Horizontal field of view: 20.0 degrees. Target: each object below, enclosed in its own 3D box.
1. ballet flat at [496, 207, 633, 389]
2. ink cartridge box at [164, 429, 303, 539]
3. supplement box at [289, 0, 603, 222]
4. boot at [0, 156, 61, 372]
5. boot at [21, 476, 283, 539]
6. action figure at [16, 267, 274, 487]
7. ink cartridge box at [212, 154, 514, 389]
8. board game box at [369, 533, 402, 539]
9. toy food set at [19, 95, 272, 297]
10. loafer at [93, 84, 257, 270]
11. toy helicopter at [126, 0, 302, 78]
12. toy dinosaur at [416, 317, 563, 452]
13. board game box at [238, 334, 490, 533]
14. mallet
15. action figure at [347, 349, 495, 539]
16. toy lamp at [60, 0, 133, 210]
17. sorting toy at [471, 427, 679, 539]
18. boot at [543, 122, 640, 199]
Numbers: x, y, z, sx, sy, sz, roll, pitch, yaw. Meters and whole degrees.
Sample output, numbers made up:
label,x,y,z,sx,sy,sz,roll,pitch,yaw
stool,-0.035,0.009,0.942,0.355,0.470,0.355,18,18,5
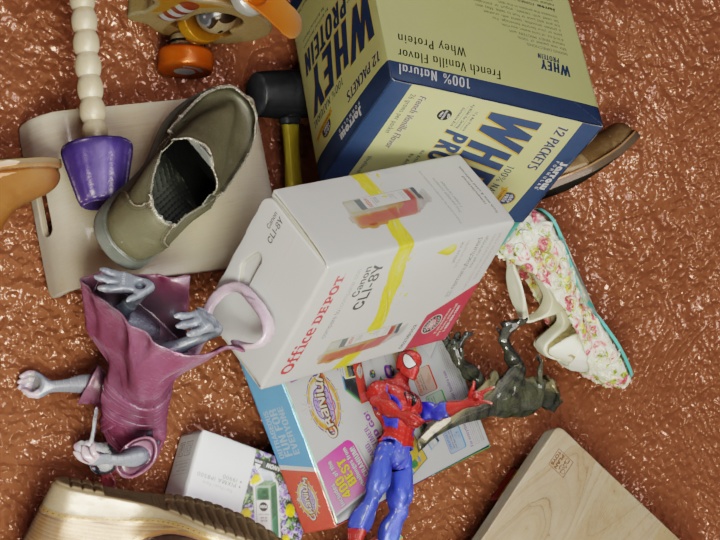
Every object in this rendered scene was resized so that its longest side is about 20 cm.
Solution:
label,x,y,z,sx,sy,sz,roll,pitch,yaw
ballet flat,0.169,0.035,1.772,0.064,0.076,0.200,-37,115,-15
ink cartridge box,-0.112,0.238,1.615,0.109,0.050,0.200,22,71,-23
supplement box,0.067,-0.170,1.687,0.200,0.134,0.200,10,50,-26
boot,-0.300,0.005,1.553,0.200,0.074,0.155,-22,90,-16
boot,-0.165,0.254,1.545,0.200,0.072,0.167,14,98,-5
action figure,-0.169,0.085,1.558,0.149,0.200,0.134,-11,45,-29
ink cartridge box,0.000,0.000,1.583,0.200,0.145,0.083,-13,55,-40
board game box,-0.043,0.294,1.624,0.200,0.019,0.103,-33,140,-28
toy food set,-0.164,-0.059,1.640,0.200,0.060,0.144,-8,79,-20
loafer,-0.126,-0.077,1.562,0.075,0.070,0.200,47,46,-18
toy helicopter,-0.133,-0.217,1.602,0.200,0.132,0.079,25,65,-61
toy dinosaur,0.111,0.090,1.720,0.200,0.047,0.088,-11,90,-47
board game box,0.007,0.109,1.672,0.200,0.040,0.153,-21,90,-45
mallet,-0.065,-0.071,1.704,0.066,0.041,0.200,6,82,-29
action figure,0.043,0.148,1.599,0.065,0.099,0.200,28,56,-35
toy lamp,-0.210,-0.146,1.584,0.058,0.058,0.200,-3,77,-27
sorting toy,0.167,0.275,1.739,0.199,0.070,0.200,43,65,-14
boot,0.160,-0.099,1.805,0.200,0.074,0.076,-26,83,-26
